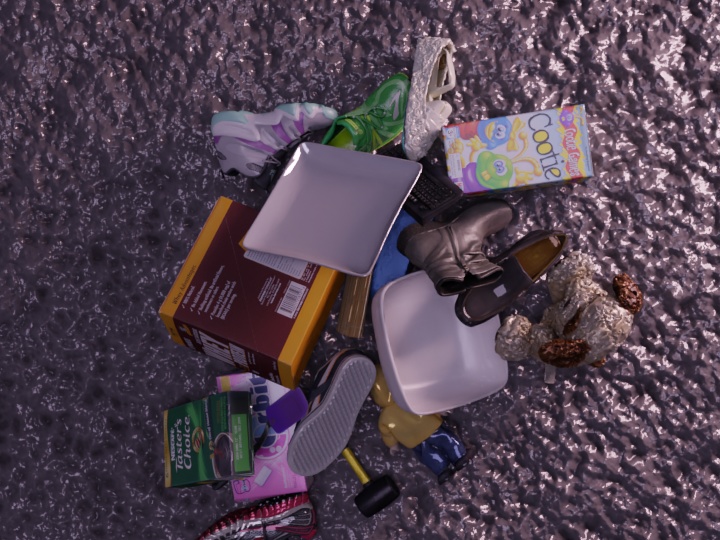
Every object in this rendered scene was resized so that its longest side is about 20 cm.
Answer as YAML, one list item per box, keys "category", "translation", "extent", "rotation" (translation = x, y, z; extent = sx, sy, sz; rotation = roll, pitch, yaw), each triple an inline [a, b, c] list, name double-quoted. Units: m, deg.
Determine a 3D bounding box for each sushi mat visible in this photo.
- category: "sushi mat"
  translation: [0.000, 0.000, 1.365]
  extent: [0.012, 0.096, 0.201]
  rotation: [10, 92, -24]

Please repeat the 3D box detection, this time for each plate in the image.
- category: "plate"
  translation: [-0.036, -0.083, 1.270]
  extent: [0.200, 0.032, 0.200]
  rotation: [14, 61, 24]

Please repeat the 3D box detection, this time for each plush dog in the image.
- category: "plush dog"
  translation: [0.308, 0.083, 1.274]
  extent: [0.160, 0.172, 0.200]
  rotation: [46, 80, -4]

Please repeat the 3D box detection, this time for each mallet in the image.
- category: "mallet"
  translation: [-0.011, 0.274, 1.395]
  extent: [0.066, 0.041, 0.200]
  rotation: [-29, 83, 8]

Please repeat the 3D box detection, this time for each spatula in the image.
- category: "spatula"
  translation: [-0.151, 0.253, 1.343]
  extent: [0.200, 0.021, 0.057]
  rotation: [-48, 45, 11]

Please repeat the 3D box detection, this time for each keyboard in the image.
- category: "keyboard"
  translation: [0.052, -0.118, 1.315]
  extent: [0.127, 0.200, 0.021]
  rotation: [-36, 127, -5]

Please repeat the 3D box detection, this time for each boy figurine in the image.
- category: "boy figurine"
  translation: [0.077, 0.225, 1.367]
  extent: [0.200, 0.064, 0.124]
  rotation: [47, 114, 7]

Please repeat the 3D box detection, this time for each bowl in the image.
- category: "bowl"
  translation: [0.105, 0.098, 1.325]
  extent: [0.199, 0.075, 0.201]
  rotation: [-12, 89, -32]

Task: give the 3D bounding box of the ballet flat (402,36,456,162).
- category: "ballet flat"
  translation: [0.103, -0.255, 1.329]
  extent: [0.072, 0.072, 0.201]
  rotation: [5, 72, 7]

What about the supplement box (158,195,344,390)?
- category: "supplement box"
  translation: [-0.150, 0.035, 1.327]
  extent: [0.200, 0.133, 0.198]
  rotation: [21, 69, 7]

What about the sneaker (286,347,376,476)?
- category: "sneaker"
  translation: [-0.045, 0.206, 1.350]
  extent: [0.078, 0.079, 0.200]
  rotation: [31, 94, -19]

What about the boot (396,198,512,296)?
- category: "boot"
  translation: [0.161, -0.026, 1.295]
  extent: [0.200, 0.068, 0.131]
  rotation: [-20, 46, -26]

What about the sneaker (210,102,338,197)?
- category: "sneaker"
  translation: [-0.126, -0.177, 1.389]
  extent: [0.199, 0.078, 0.140]
  rotation: [-4, 91, 17]

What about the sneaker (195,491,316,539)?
- category: "sneaker"
  translation: [-0.164, 0.401, 1.392]
  extent: [0.200, 0.081, 0.075]
  rotation: [-21, 90, 7]

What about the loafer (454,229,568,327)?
- category: "loafer"
  translation: [0.216, 0.004, 1.309]
  extent: [0.200, 0.072, 0.073]
  rotation: [-42, 92, -17]

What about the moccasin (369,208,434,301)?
- category: "moccasin"
  translation: [0.058, -0.048, 1.366]
  extent: [0.080, 0.068, 0.200]
  rotation: [26, 97, 5]

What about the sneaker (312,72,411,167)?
- category: "sneaker"
  translation: [0.007, -0.210, 1.363]
  extent: [0.074, 0.084, 0.200]
  rotation: [44, 95, 5]

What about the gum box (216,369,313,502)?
- category: "gum box"
  translation: [-0.143, 0.248, 1.394]
  extent: [0.113, 0.066, 0.201]
  rotation: [-9, 90, 6]

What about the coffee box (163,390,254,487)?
- category: "coffee box"
  translation: [-0.226, 0.251, 1.344]
  extent: [0.200, 0.044, 0.123]
  rotation: [-21, 68, 49]

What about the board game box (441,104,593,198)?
- category: "board game box"
  translation: [0.225, -0.167, 1.325]
  extent: [0.199, 0.105, 0.103]
  rotation: [-8, 90, 8]
